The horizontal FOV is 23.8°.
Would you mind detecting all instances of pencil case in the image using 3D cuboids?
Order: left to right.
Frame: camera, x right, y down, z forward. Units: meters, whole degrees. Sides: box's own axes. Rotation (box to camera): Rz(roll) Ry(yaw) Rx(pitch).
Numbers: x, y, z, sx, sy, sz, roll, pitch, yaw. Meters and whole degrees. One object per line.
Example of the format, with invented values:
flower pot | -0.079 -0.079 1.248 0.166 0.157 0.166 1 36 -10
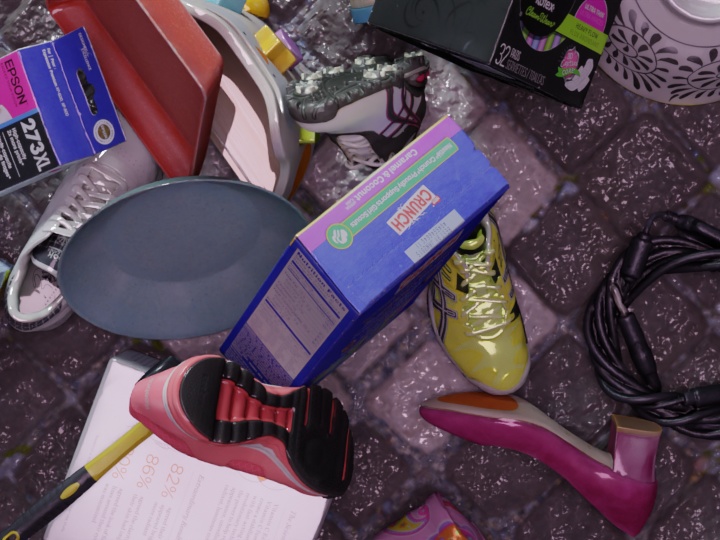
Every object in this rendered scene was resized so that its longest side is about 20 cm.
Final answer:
pencil case | 0.014 0.268 1.365 0.200 0.087 0.088 -42 92 2

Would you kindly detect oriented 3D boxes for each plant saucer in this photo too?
plant saucer | -0.165 -0.173 1.265 0.037 0.200 0.201 -34 79 -19
plant saucer | -0.136 -0.019 1.322 0.199 0.202 0.039 -15 55 0

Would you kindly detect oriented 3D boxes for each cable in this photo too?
cable | 0.282 0.056 1.373 0.199 0.051 0.164 29 92 -2

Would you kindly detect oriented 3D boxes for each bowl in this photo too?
bowl | 0.265 -0.233 1.341 0.199 0.094 0.203 0 92 1

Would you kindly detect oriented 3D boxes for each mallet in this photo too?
mallet | -0.189 0.154 1.278 0.066 0.041 0.200 43 96 -3

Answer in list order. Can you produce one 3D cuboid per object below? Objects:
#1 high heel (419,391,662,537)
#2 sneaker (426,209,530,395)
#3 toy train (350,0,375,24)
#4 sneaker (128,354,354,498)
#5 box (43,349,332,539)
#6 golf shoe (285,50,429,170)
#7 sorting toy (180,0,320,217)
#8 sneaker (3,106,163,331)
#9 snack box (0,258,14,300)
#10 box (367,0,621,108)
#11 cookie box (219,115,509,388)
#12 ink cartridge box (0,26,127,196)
high heel | 0.141 0.156 1.376 0.198 0.067 0.097 8 105 -3
sneaker | 0.084 0.005 1.357 0.075 0.076 0.202 -20 93 -1
toy train | 0.067 -0.277 1.353 0.198 0.085 0.117 -19 108 -7
sneaker | -0.084 0.111 1.234 0.086 0.200 0.074 -8 62 40
box | -0.124 0.170 1.346 0.198 0.106 0.154 21 91 -1
golf shoe | 0.006 -0.115 1.295 0.076 0.200 0.089 2 102 23
sorting toy | -0.091 -0.146 1.299 0.106 0.180 0.201 -35 92 1
sneaker | -0.217 -0.039 1.352 0.076 0.081 0.201 27 89 1
snack box | -0.345 0.077 1.311 0.067 0.169 0.201 27 91 -4
box | 0.121 -0.246 1.283 0.124 0.148 0.202 24 95 35
cookie box | 0.000 0.000 1.262 0.075 0.200 0.171 47 57 6
ink cartridge box | -0.281 -0.110 1.333 0.199 0.037 0.095 -20 92 25
